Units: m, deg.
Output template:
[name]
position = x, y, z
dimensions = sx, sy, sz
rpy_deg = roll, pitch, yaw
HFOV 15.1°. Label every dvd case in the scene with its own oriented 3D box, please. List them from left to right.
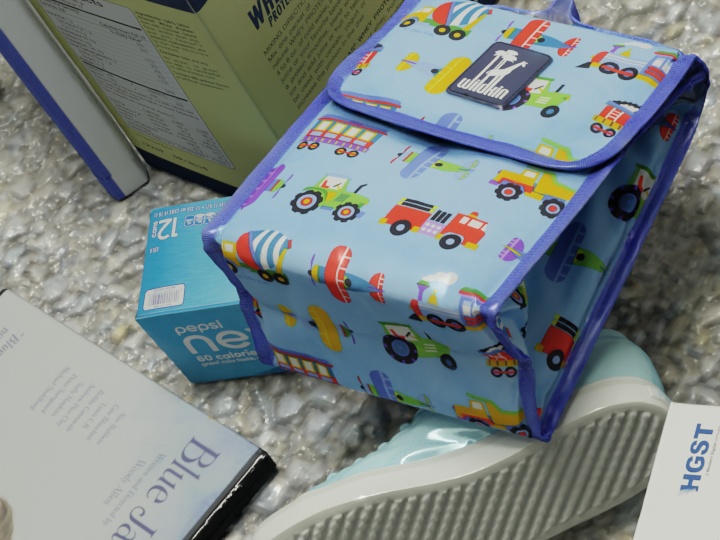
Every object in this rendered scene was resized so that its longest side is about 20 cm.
[dvd case]
position = -0.153, 0.102, 1.309
dimensions = 0.200, 0.018, 0.143
rpy_deg = 29, 72, 37

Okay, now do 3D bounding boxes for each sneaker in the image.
[sneaker]
position = 0.043, 0.087, 1.203
dimensions = 0.200, 0.074, 0.082
rpy_deg = -21, 34, 6

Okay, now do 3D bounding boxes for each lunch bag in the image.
[lunch bag]
position = 0.053, -0.042, 1.193
dimensions = 0.150, 0.094, 0.200
rpy_deg = 14, 56, 31

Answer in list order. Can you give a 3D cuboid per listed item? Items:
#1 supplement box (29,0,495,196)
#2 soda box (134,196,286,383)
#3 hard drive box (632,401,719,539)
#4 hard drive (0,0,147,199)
[supplement box]
position = -0.045, -0.166, 1.329
dimensions = 0.134, 0.200, 0.200
rpy_deg = 20, 67, 34
[soda box]
position = 0.000, 0.000, 1.276
dimensions = 0.199, 0.068, 0.064
rpy_deg = -8, 56, 20
[hard drive box]
position = 0.207, 0.142, 1.072
dimensions = 0.200, 0.077, 0.156
rpy_deg = 2, 58, 27
[hard drive]
position = -0.182, -0.136, 1.371
dimensions = 0.025, 0.200, 0.132
rpy_deg = -35, 49, -1
